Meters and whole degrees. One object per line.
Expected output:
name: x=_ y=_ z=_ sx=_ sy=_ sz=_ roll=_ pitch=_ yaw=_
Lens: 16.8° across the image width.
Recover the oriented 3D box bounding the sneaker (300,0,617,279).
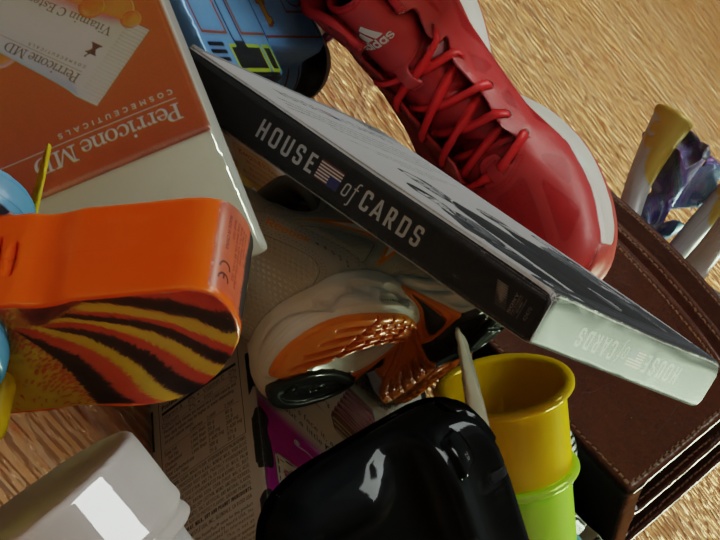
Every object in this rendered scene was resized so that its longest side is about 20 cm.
sneaker: x=0.030 y=-0.073 z=1.074 sx=0.115 sy=0.078 sz=0.200 roll=20 pitch=32 yaw=-57

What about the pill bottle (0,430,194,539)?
pill bottle: x=-0.047 y=0.155 z=0.755 sx=0.200 sy=0.119 sz=0.120 roll=54 pitch=19 yaw=-8

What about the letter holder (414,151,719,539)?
letter holder: x=0.111 y=0.014 z=1.213 sx=0.200 sy=0.142 sz=0.101 roll=47 pitch=-17 yaw=18

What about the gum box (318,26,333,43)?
gum box: x=-0.088 y=-0.211 z=1.314 sx=0.200 sy=0.066 sz=0.114 roll=48 pitch=19 yaw=-22

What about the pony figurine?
pony figurine: x=0.149 y=0.013 z=1.337 sx=0.166 sy=0.200 sz=0.193 roll=34 pitch=-4 yaw=-38

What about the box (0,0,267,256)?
box: x=-0.131 y=-0.084 z=0.888 sx=0.098 sy=0.124 sz=0.201 roll=70 pitch=-3 yaw=-63

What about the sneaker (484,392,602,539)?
sneaker: x=0.056 y=0.097 z=1.145 sx=0.089 sy=0.074 sz=0.200 roll=47 pitch=-12 yaw=30

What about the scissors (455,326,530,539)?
scissors: x=0.055 y=0.115 z=0.977 sx=0.014 sy=0.073 sz=0.200 roll=21 pitch=-32 yaw=44

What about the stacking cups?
stacking cups: x=0.076 y=0.136 z=1.050 sx=0.061 sy=0.060 sz=0.201 roll=-76 pitch=158 yaw=-65

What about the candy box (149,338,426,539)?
candy box: x=-0.023 y=0.091 z=1.004 sx=0.136 sy=0.061 sz=0.200 roll=43 pitch=24 yaw=-33

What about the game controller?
game controller: x=0.028 y=0.150 z=0.918 sx=0.042 sy=0.104 sz=0.201 roll=30 pitch=-38 yaw=63

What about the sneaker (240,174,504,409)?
sneaker: x=0.000 y=0.000 z=1.008 sx=0.092 sy=0.076 sz=0.200 roll=56 pitch=18 yaw=17

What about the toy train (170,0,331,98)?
toy train: x=-0.073 y=-0.114 z=1.069 sx=0.115 sy=0.086 sz=0.200 roll=65 pitch=21 yaw=6

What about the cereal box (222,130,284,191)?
cereal box: x=-0.101 y=-0.106 z=1.156 sx=0.144 sy=0.039 sz=0.201 roll=32 pitch=31 yaw=-46

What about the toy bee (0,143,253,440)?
toy bee: x=-0.128 y=0.014 z=0.761 sx=0.131 sy=0.199 sz=0.109 roll=-60 pitch=159 yaw=-30

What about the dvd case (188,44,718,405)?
dvd case: x=0.033 y=-0.018 z=0.959 sx=0.200 sy=0.025 sz=0.150 roll=35 pitch=8 yaw=33
